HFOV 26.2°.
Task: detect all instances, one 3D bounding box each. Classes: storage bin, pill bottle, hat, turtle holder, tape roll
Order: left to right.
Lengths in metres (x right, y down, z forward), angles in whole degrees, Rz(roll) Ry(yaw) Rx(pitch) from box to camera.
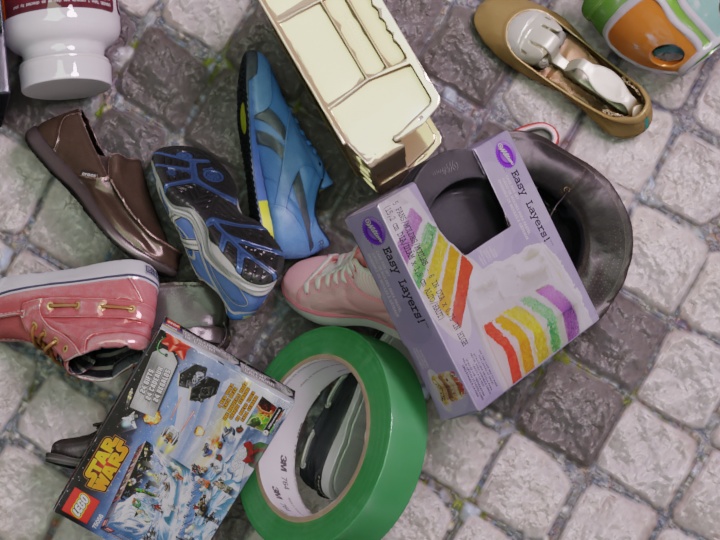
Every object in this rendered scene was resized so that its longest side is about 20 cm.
[{"bbox_3d":[-0.286,-0.268,1.459,0.112,0.113,0.201,-6,84,1],"label":"pill bottle"},{"bbox_3d":[-0.028,0.152,1.368,0.200,0.048,0.202,-21,60,41],"label":"tape roll"},{"bbox_3d":[-0.006,-0.183,1.398,0.093,0.200,0.199,-31,85,0],"label":"storage bin"},{"bbox_3d":[0.146,-0.027,1.435,0.199,0.081,0.202,0,89,-8],"label":"hat"},{"bbox_3d":[0.292,-0.257,1.439,0.141,0.185,0.132,-43,83,30],"label":"turtle holder"}]

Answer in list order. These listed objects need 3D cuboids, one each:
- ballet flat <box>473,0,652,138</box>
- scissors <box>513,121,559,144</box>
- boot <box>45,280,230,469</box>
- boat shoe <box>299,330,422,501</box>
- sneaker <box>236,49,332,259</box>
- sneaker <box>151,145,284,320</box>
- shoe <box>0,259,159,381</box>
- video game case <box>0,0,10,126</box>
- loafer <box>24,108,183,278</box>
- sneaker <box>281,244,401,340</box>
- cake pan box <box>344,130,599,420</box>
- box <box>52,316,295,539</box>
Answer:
[{"bbox_3d":[0.195,-0.201,1.462,0.200,0.063,0.069,35,86,5],"label":"ballet flat"},{"bbox_3d":[0.105,-0.076,1.480,0.199,0.014,0.074,-24,87,1],"label":"scissors"},{"bbox_3d":[-0.203,0.096,1.454,0.199,0.069,0.175,-8,79,-3],"label":"boot"},{"bbox_3d":[0.003,0.116,1.437,0.060,0.076,0.201,18,76,48],"label":"boat shoe"},{"bbox_3d":[-0.072,-0.110,1.467,0.078,0.066,0.201,-8,84,-12],"label":"sneaker"},{"bbox_3d":[-0.144,-0.038,1.437,0.075,0.077,0.200,-9,50,-32],"label":"sneaker"},{"bbox_3d":[-0.279,0.055,1.421,0.199,0.072,0.091,-11,57,15],"label":"shoe"},{"bbox_3d":[-0.347,-0.247,1.446,0.019,0.143,0.201,-6,84,-17],"label":"video game case"},{"bbox_3d":[-0.231,-0.077,1.457,0.071,0.073,0.200,-43,83,-3],"label":"loafer"},{"bbox_3d":[0.000,0.000,1.393,0.199,0.105,0.075,16,53,38],"label":"sneaker"},{"bbox_3d":[0.097,-0.003,1.318,0.184,0.052,0.201,-30,96,-42],"label":"cake pan box"},{"bbox_3d":[-0.165,0.160,1.377,0.136,0.040,0.201,31,103,-8],"label":"box"}]
